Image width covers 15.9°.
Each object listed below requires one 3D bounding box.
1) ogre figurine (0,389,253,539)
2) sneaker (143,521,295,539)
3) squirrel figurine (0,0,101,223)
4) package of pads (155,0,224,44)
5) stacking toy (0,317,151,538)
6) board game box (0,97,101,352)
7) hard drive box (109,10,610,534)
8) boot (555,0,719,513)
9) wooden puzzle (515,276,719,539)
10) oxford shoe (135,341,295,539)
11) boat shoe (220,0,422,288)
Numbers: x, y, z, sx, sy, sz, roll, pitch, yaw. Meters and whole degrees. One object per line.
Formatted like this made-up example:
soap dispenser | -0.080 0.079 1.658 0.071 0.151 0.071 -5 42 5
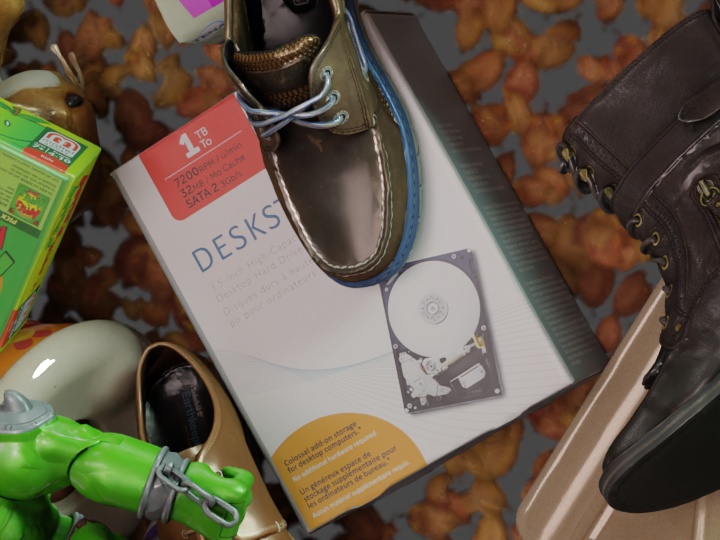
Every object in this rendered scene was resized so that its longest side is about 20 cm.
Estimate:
ogre figurine | -0.147 0.135 1.164 0.120 0.098 0.200 36 139 -5
sneaker | -0.030 0.168 1.254 0.200 0.088 0.081 14 98 18
squirrel figurine | -0.225 -0.065 1.298 0.187 0.142 0.200 36 115 3
package of pads | -0.058 -0.231 1.241 0.154 0.068 0.200 -28 85 21
stacking toy | -0.207 0.067 1.305 0.200 0.146 0.146 23 102 33
board game box | -0.234 -0.053 1.209 0.200 0.048 0.102 27 113 1
hard drive box | 0.000 0.000 1.235 0.156 0.077 0.200 -32 83 19
boot | 0.143 -0.008 1.164 0.200 0.069 0.174 -48 50 8
wooden puzzle | 0.189 0.102 1.169 0.200 0.046 0.185 39 104 35
oxford shoe | -0.069 0.121 1.199 0.071 0.071 0.200 -26 57 3
boat shoe | -0.029 -0.088 1.159 0.072 0.072 0.200 -17 88 20
